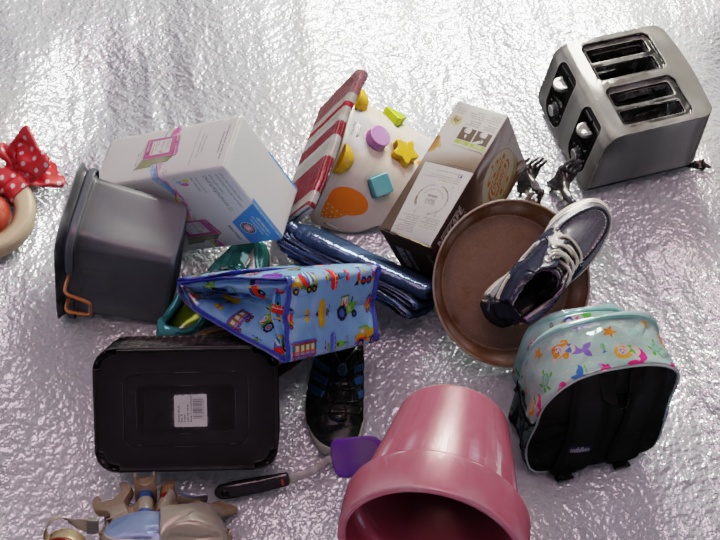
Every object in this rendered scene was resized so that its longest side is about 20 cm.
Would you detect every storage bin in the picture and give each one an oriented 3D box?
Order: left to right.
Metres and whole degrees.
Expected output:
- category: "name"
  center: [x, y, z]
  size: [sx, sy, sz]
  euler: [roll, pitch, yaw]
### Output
- category: "storage bin"
  center: [-0.283, -0.011, 1.349]
  size: [0.133, 0.200, 0.146]
  euler: [12, 57, -5]
- category: "storage bin"
  center: [-0.190, 0.146, 1.266]
  size: [0.198, 0.094, 0.136]
  euler: [-1, 95, -2]

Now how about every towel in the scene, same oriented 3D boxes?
- category: "towel"
  center: [-0.051, -0.148, 1.455]
  size: [0.023, 0.144, 0.201]
  euler: [25, 69, -14]
- category: "towel"
  center: [0.000, 0.000, 1.403]
  size: [0.199, 0.112, 0.049]
  euler: [25, 97, 16]

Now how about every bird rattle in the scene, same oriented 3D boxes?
- category: "bird rattle"
  center: [-0.479, -0.088, 1.464]
  size: [0.198, 0.113, 0.164]
  euler: [-6, 68, -21]

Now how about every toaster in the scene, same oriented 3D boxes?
- category: "toaster"
  center: [0.365, -0.220, 1.548]
  size: [0.198, 0.119, 0.182]
  euler: [-13, 59, -11]

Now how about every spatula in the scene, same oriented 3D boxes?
- category: "spatula"
  center: [-0.067, 0.227, 1.281]
  size: [0.198, 0.057, 0.021]
  euler: [-13, 27, -9]

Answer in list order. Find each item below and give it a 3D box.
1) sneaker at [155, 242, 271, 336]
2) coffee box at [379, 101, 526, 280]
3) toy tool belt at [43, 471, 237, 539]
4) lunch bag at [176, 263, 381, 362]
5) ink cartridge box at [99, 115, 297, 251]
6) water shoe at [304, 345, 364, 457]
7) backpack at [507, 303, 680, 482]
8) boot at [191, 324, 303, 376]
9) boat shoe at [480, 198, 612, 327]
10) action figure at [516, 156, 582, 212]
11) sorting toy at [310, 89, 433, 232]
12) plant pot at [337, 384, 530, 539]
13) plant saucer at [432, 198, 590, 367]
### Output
- category: "sneaker"
  center: [-0.177, 0.029, 1.387]
  size: [0.077, 0.080, 0.200]
  euler: [29, 60, 16]
- category: "coffee box"
  center: [0.119, -0.093, 1.424]
  size: [0.079, 0.115, 0.201]
  euler: [22, 70, 31]
- category: "toy tool belt"
  center: [-0.233, 0.281, 1.217]
  size: [0.198, 0.126, 0.123]
  euler: [2, 18, -5]
- category: "lunch bag"
  center: [-0.099, 0.032, 1.288]
  size: [0.199, 0.095, 0.150]
  euler: [10, 13, 41]
- category: "ink cartridge box"
  center: [-0.201, -0.099, 1.387]
  size: [0.199, 0.145, 0.085]
  euler: [-5, 53, 29]
- category: "water shoe"
  center: [-0.030, 0.118, 1.335]
  size: [0.071, 0.079, 0.201]
  euler: [0, 57, -1]
- category: "backpack"
  center: [0.259, 0.124, 1.271]
  size: [0.176, 0.201, 0.151]
  euler: [-9, 58, -7]
- category: "boot"
  center: [-0.153, 0.106, 1.347]
  size: [0.199, 0.074, 0.076]
  euler: [-24, 68, -20]
- category: "boat shoe"
  center: [0.232, -0.008, 1.316]
  size: [0.075, 0.093, 0.200]
  euler: [45, 81, -8]
- category: "action figure"
  center: [0.244, -0.059, 1.450]
  size: [0.118, 0.102, 0.201]
  euler: [9, 55, -10]
- category: "sorting toy"
  center: [0.048, -0.138, 1.511]
  size: [0.179, 0.107, 0.201]
  euler: [20, 56, -12]
- category: "plant pot"
  center: [0.088, 0.230, 1.214]
  size: [0.198, 0.201, 0.180]
  euler: [12, 42, 5]
- category: "plant saucer"
  center: [0.178, 0.015, 1.371]
  size: [0.199, 0.034, 0.202]
  euler: [0, 91, -13]
